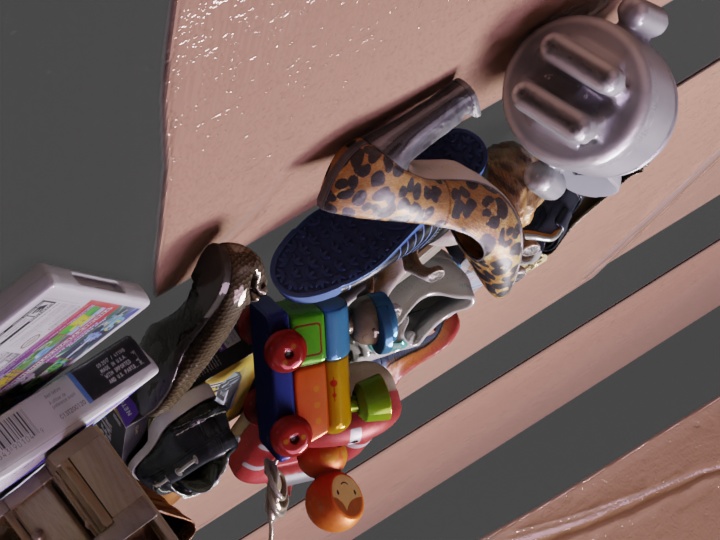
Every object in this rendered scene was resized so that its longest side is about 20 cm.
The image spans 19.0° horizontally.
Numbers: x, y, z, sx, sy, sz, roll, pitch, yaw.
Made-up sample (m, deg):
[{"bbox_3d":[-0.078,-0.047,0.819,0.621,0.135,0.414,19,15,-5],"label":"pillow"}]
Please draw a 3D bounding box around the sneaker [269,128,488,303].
[{"bbox_3d":[0.019,-0.031,1.682,0.200,0.070,0.078,-33,161,-10],"label":"sneaker"}]

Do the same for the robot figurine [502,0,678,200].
[{"bbox_3d":[0.175,-0.128,1.614,0.170,0.113,0.200,-56,164,11],"label":"robot figurine"}]

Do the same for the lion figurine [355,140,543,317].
[{"bbox_3d":[0.070,-0.040,1.762,0.200,0.123,0.073,-13,148,-19],"label":"lion figurine"}]

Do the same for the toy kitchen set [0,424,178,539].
[{"bbox_3d":[-0.220,0.234,1.578,0.180,0.163,0.200,-37,179,-13],"label":"toy kitchen set"}]

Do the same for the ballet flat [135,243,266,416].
[{"bbox_3d":[-0.119,0.046,1.595,0.046,0.067,0.200,2,143,-29],"label":"ballet flat"}]

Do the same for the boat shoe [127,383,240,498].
[{"bbox_3d":[-0.141,0.155,1.748,0.076,0.060,0.200,-30,167,-16],"label":"boat shoe"}]

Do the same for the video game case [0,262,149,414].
[{"bbox_3d":[-0.254,0.067,1.456,0.200,0.023,0.182,-37,168,9],"label":"video game case"}]

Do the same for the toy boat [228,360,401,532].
[{"bbox_3d":[-0.032,0.161,1.849,0.130,0.131,0.200,-11,161,-21],"label":"toy boat"}]

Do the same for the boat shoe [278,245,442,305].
[{"bbox_3d":[0.000,0.000,1.816,0.200,0.057,0.067,-39,174,-7],"label":"boat shoe"}]

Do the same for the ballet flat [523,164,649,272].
[{"bbox_3d":[0.208,-0.063,2.048,0.200,0.046,0.067,-46,161,9],"label":"ballet flat"}]

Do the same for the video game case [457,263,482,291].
[{"bbox_3d":[0.136,-0.026,2.140,0.200,0.018,0.143,-42,165,33],"label":"video game case"}]

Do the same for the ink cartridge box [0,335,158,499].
[{"bbox_3d":[-0.268,0.142,1.571,0.200,0.043,0.198,-40,177,41],"label":"ink cartridge box"}]

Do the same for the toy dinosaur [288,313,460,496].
[{"bbox_3d":[0.008,0.096,1.991,0.181,0.200,0.105,-5,-168,15],"label":"toy dinosaur"}]

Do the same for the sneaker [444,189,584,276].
[{"bbox_3d":[0.162,-0.056,1.952,0.200,0.079,0.078,-31,167,-22],"label":"sneaker"}]

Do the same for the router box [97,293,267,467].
[{"bbox_3d":[-0.145,0.098,1.791,0.157,0.052,0.200,-31,167,-16],"label":"router box"}]

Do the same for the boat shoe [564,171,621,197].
[{"bbox_3d":[0.182,-0.119,1.811,0.069,0.057,0.200,4,164,16],"label":"boat shoe"}]

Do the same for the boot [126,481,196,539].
[{"bbox_3d":[-0.192,0.212,1.899,0.200,0.074,0.155,-20,-165,-41],"label":"boot"}]

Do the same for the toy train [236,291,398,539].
[{"bbox_3d":[-0.027,0.114,1.696,0.116,0.200,0.085,-10,-160,-18],"label":"toy train"}]

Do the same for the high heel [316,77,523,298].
[{"bbox_3d":[0.043,-0.030,1.591,0.142,0.071,0.200,-34,129,-19],"label":"high heel"}]

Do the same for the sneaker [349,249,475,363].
[{"bbox_3d":[0.008,0.052,1.876,0.200,0.089,0.075,-32,125,-6],"label":"sneaker"}]
